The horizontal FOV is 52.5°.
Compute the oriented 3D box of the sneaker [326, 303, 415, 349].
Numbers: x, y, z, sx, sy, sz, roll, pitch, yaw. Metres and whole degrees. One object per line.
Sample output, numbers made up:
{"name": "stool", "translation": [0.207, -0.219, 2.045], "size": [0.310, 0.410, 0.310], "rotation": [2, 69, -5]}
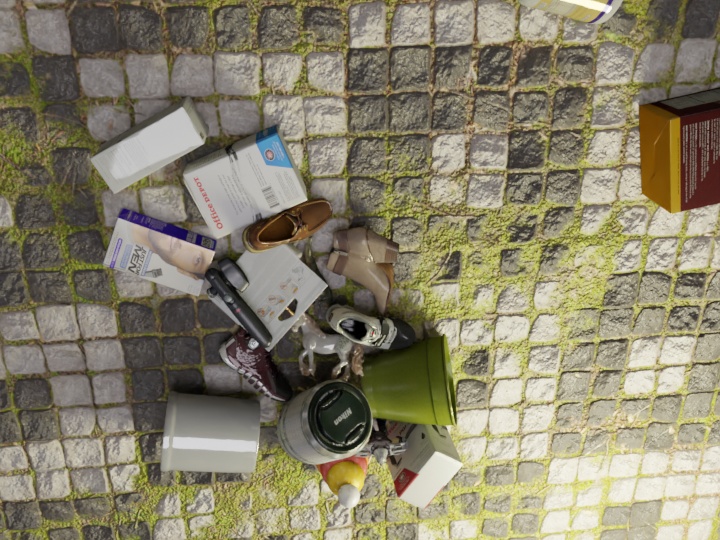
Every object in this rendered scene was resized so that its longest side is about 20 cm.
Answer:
{"name": "sneaker", "translation": [0.027, 0.132, 1.532], "size": [0.199, 0.089, 0.075], "rotation": [14, 101, -13]}

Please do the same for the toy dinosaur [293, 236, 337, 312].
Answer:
{"name": "toy dinosaur", "translation": [-0.109, 0.030, 1.547], "size": [0.088, 0.047, 0.201], "rotation": [-21, 112, -2]}

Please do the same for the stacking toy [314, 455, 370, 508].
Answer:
{"name": "stacking toy", "translation": [-0.036, 0.469, 1.662], "size": [0.145, 0.200, 0.147], "rotation": [-2, 115, -5]}

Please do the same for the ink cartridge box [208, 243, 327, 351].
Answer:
{"name": "ink cartridge box", "translation": [-0.188, 0.037, 1.508], "size": [0.173, 0.044, 0.200], "rotation": [42, 104, -1]}

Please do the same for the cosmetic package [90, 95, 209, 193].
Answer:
{"name": "cosmetic package", "translation": [-0.387, -0.236, 1.357], "size": [0.199, 0.113, 0.081], "rotation": [-30, 114, 5]}

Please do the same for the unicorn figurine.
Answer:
{"name": "unicorn figurine", "translation": [-0.087, 0.162, 1.575], "size": [0.199, 0.074, 0.138], "rotation": [11, 78, -12]}

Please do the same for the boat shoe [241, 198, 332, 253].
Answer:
{"name": "boat shoe", "translation": [-0.134, -0.089, 1.440], "size": [0.199, 0.067, 0.072], "rotation": [-26, 99, -26]}

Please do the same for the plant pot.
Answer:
{"name": "plant pot", "translation": [0.104, 0.249, 1.603], "size": [0.192, 0.201, 0.202], "rotation": [-7, 115, 10]}

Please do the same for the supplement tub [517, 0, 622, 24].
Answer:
{"name": "supplement tub", "translation": [0.362, -0.532, 1.298], "size": [0.199, 0.146, 0.146], "rotation": [10, 112, -12]}

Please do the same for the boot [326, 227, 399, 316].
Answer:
{"name": "boot", "translation": [0.000, 0.000, 1.540], "size": [0.145, 0.070, 0.201], "rotation": [8, 117, -1]}

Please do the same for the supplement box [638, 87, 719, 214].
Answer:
{"name": "supplement box", "translation": [0.689, -0.245, 1.472], "size": [0.199, 0.133, 0.198], "rotation": [-13, 115, -1]}

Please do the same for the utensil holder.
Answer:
{"name": "utensil holder", "translation": [-0.326, 0.355, 1.596], "size": [0.199, 0.170, 0.171], "rotation": [5, 113, -12]}

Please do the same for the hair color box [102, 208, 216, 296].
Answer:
{"name": "hair color box", "translation": [-0.402, -0.036, 1.469], "size": [0.199, 0.065, 0.110], "rotation": [19, 110, -16]}

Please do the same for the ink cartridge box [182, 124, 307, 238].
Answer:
{"name": "ink cartridge box", "translation": [-0.222, -0.173, 1.418], "size": [0.199, 0.084, 0.147], "rotation": [-22, 115, 4]}

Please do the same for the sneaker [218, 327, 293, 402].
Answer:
{"name": "sneaker", "translation": [-0.201, 0.196, 1.592], "size": [0.200, 0.076, 0.116], "rotation": [39, 101, -20]}

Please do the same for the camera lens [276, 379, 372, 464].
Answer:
{"name": "camera lens", "translation": [-0.079, 0.327, 1.559], "size": [0.159, 0.161, 0.200], "rotation": [26, 151, -17]}

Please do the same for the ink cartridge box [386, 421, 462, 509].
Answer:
{"name": "ink cartridge box", "translation": [0.132, 0.408, 1.652], "size": [0.083, 0.200, 0.147], "rotation": [29, 107, -23]}

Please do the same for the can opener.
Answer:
{"name": "can opener", "translation": [-0.242, 0.072, 1.469], "size": [0.078, 0.063, 0.201], "rotation": [-32, 93, 13]}

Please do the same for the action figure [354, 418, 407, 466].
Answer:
{"name": "action figure", "translation": [0.039, 0.369, 1.627], "size": [0.129, 0.200, 0.070], "rotation": [6, 114, -8]}
